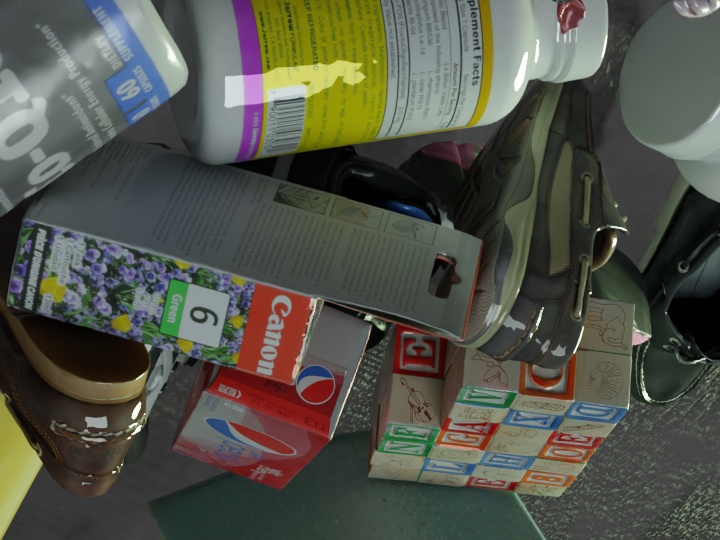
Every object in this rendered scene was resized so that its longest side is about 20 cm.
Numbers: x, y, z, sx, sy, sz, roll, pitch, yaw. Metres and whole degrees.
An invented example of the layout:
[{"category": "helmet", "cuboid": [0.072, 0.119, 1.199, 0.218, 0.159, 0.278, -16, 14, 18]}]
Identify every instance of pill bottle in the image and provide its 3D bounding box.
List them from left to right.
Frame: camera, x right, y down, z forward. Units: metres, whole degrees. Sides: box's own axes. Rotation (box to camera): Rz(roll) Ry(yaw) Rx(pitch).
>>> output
[{"category": "pill bottle", "cuboid": [-0.185, -0.072, 1.030, 0.200, 0.114, 0.114, -36, 139, -5]}, {"category": "pill bottle", "cuboid": [0.011, -0.114, 1.113, 0.199, 0.104, 0.105, -9, 137, -16]}, {"category": "pill bottle", "cuboid": [0.234, -0.077, 1.251, 0.199, 0.109, 0.109, 18, 124, -38]}]

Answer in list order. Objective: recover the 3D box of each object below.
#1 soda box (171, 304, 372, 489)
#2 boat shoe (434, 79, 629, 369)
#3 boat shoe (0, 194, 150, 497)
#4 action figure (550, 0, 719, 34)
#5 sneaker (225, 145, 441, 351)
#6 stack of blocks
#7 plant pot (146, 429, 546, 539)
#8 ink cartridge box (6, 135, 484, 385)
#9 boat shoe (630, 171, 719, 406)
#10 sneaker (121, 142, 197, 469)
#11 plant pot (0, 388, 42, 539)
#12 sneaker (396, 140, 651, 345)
[{"category": "soda box", "cuboid": [-0.049, 0.062, 1.214, 0.070, 0.064, 0.200, 21, 165, -4]}, {"category": "boat shoe", "cuboid": [0.090, -0.022, 1.181, 0.073, 0.200, 0.075, 33, 134, -12]}, {"category": "boat shoe", "cuboid": [-0.152, 0.027, 1.106, 0.070, 0.200, 0.071, -1, 122, -21]}, {"category": "action figure", "cuboid": [0.129, -0.185, 1.018, 0.149, 0.134, 0.200, -46, 177, -45]}, {"category": "sneaker", "cuboid": [0.000, 0.000, 1.204, 0.073, 0.111, 0.200, -67, 149, -18]}, {"category": "stack of blocks", "cuboid": [0.071, 0.067, 1.279, 0.115, 0.059, 0.200, 7, 161, -4]}, {"category": "plant pot", "cuboid": [0.020, 0.208, 1.401, 0.199, 0.197, 0.196, -28, 139, -5]}, {"category": "ink cartridge box", "cuboid": [-0.049, 0.000, 1.077, 0.199, 0.109, 0.051, 16, 117, 1]}, {"category": "boat shoe", "cuboid": [0.199, 0.021, 1.369, 0.074, 0.066, 0.200, -2, 135, -23]}, {"category": "sneaker", "cuboid": [-0.103, 0.021, 1.224, 0.088, 0.074, 0.201, -12, 134, -19]}, {"category": "plant pot", "cuboid": [-0.251, 0.098, 1.162, 0.189, 0.201, 0.201, -50, 134, 7]}, {"category": "sneaker", "cuboid": [0.075, 0.008, 1.296, 0.086, 0.081, 0.200, -32, 134, 26]}]
